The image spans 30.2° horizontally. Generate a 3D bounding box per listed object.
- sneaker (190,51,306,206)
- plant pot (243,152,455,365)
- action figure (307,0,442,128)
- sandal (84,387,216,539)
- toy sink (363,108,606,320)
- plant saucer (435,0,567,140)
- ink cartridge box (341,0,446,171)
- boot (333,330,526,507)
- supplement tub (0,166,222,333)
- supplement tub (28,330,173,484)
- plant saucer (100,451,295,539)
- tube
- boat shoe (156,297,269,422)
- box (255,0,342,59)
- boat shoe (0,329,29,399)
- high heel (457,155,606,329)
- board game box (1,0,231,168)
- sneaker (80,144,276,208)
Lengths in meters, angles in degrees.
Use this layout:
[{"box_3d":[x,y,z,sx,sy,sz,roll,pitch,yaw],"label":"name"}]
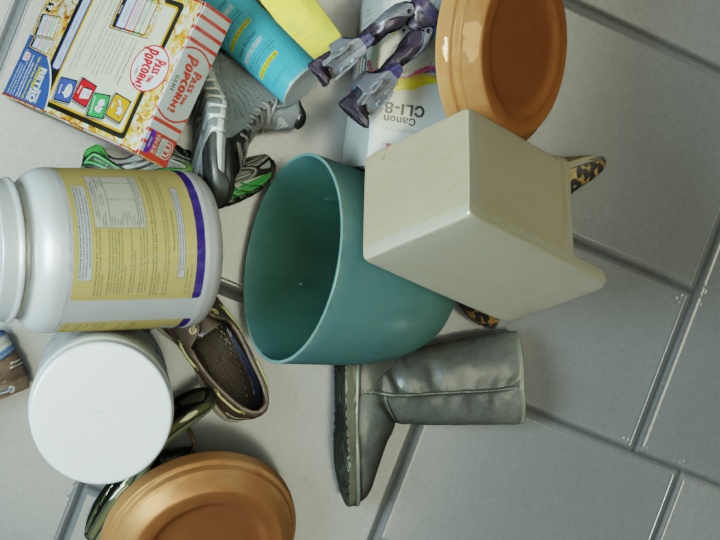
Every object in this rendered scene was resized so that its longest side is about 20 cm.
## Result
[{"box_3d":[-0.104,-0.141,1.300,0.114,0.075,0.202,8,50,-20],"label":"sneaker"},{"box_3d":[0.000,0.000,1.307,0.159,0.200,0.203,10,91,-29],"label":"plant pot"},{"box_3d":[0.049,-0.224,1.215,0.200,0.069,0.130,-44,105,-1],"label":"action figure"},{"box_3d":[-0.202,0.196,1.332,0.057,0.080,0.202,35,104,-11],"label":"sandal"},{"box_3d":[0.116,-0.048,1.217,0.199,0.130,0.113,23,58,-38],"label":"toy sink"},{"box_3d":[0.137,-0.205,1.224,0.199,0.037,0.203,-15,109,-51],"label":"plant saucer"},{"box_3d":[0.070,-0.188,1.330,0.144,0.145,0.203,6,93,-10],"label":"ink cartridge box"},{"box_3d":[0.073,0.154,1.394,0.198,0.073,0.184,1,95,-17],"label":"boot"},{"box_3d":[-0.237,-0.019,1.197,0.198,0.145,0.147,-1,93,-30],"label":"supplement tub"},{"box_3d":[-0.243,0.116,1.261,0.130,0.200,0.134,-1,97,-11],"label":"supplement tub"},{"box_3d":[-0.156,0.271,1.318,0.198,0.038,0.202,-10,121,-17],"label":"plant saucer"},{"box_3d":[-0.124,-0.245,1.308,0.200,0.050,0.078,44,115,14],"label":"tube"},{"box_3d":[-0.156,0.062,1.338,0.072,0.059,0.201,-34,99,-27],"label":"boat shoe"},{"box_3d":[-0.091,-0.285,1.334,0.050,0.075,0.201,-38,97,-7],"label":"box"},{"box_3d":[-0.414,0.142,1.299,0.199,0.072,0.073,-33,99,-7],"label":"boat shoe"},{"box_3d":[0.181,-0.032,1.401,0.198,0.071,0.144,-22,103,-6],"label":"high heel"},{"box_3d":[-0.234,-0.201,1.265,0.199,0.046,0.153,25,89,33],"label":"board game box"},{"box_3d":[-0.182,-0.098,1.325,0.198,0.078,0.086,-5,93,-9],"label":"sneaker"}]
